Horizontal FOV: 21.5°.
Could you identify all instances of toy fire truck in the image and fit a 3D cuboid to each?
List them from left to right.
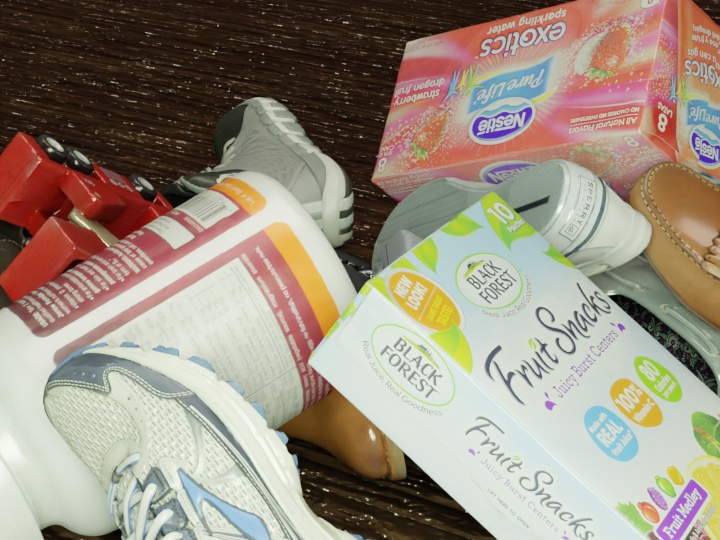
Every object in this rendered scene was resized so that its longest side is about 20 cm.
[{"bbox_3d":[-0.149,-0.013,1.097,0.141,0.049,0.200,48,13,30],"label":"toy fire truck"}]

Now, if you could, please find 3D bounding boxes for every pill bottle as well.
[{"bbox_3d":[-0.104,0.048,0.842,0.199,0.110,0.109,-31,30,-18],"label":"pill bottle"}]

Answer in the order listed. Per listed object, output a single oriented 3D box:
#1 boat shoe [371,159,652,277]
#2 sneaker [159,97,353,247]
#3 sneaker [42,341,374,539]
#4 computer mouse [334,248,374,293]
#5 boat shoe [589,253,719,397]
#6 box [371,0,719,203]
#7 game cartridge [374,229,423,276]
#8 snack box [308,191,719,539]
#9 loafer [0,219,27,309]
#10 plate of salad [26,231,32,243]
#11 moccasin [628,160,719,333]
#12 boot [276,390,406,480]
[{"bbox_3d":[0.078,-0.009,1.033,0.067,0.074,0.200,27,-15,-24],"label":"boat shoe"},{"bbox_3d":[-0.092,-0.065,1.300,0.115,0.075,0.200,-10,23,-23],"label":"sneaker"},{"bbox_3d":[-0.057,0.107,0.720,0.200,0.077,0.085,40,49,17],"label":"sneaker"},{"bbox_3d":[0.000,0.000,1.152,0.199,0.046,0.140,8,21,20],"label":"computer mouse"},{"bbox_3d":[0.138,0.023,1.047,0.071,0.070,0.200,-16,31,-42],"label":"boat shoe"},{"bbox_3d":[0.115,-0.086,1.106,0.199,0.103,0.095,-7,-30,44],"label":"box"},{"bbox_3d":[0.072,0.057,0.912,0.133,0.041,0.200,33,19,-16],"label":"game cartridge"},{"bbox_3d":[0.091,0.067,0.799,0.200,0.053,0.142,43,29,7],"label":"snack box"},{"bbox_3d":[-0.214,0.013,1.100,0.071,0.073,0.200,28,15,-12],"label":"loafer"},{"bbox_3d":[-0.247,-0.052,1.293,0.199,0.048,0.200,1,20,0],"label":"plate of salad"},{"bbox_3d":[0.220,0.011,0.961,0.073,0.078,0.201,-28,63,-32],"label":"moccasin"},{"bbox_3d":[-0.075,0.060,0.944,0.154,0.077,0.200,-16,37,-20],"label":"boot"}]
